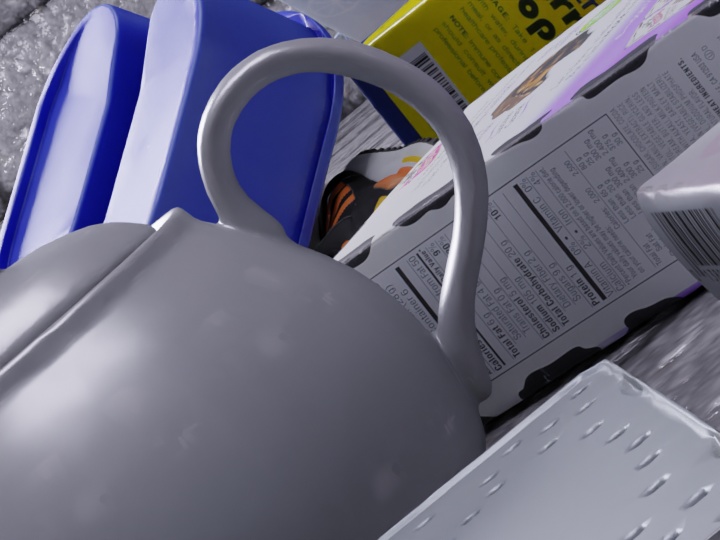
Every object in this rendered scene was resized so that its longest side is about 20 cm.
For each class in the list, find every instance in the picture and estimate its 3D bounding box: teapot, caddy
[{"bbox_3d":[-0.068,0.049,0.745,0.197,0.146,0.200,-33,8,46],"label":"teapot"},{"bbox_3d":[-0.077,-0.031,1.148,0.141,0.105,0.201,-10,61,50],"label":"caddy"}]

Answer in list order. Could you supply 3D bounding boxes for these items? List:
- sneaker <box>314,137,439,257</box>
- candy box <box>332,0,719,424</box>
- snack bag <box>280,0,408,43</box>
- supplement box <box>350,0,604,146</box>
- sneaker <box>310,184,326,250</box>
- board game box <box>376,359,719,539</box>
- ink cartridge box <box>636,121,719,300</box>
[{"bbox_3d":[0.000,0.000,1.117,0.090,0.070,0.200,-45,5,-13],"label":"sneaker"},{"bbox_3d":[0.096,-0.047,0.830,0.200,0.072,0.168,-36,8,33],"label":"candy box"},{"bbox_3d":[0.067,-0.151,1.294,0.188,0.022,0.200,-22,-26,32],"label":"snack bag"},{"bbox_3d":[0.106,-0.118,1.162,0.200,0.110,0.109,-34,7,47],"label":"supplement box"},{"bbox_3d":[-0.087,0.030,1.237,0.200,0.073,0.085,-35,-32,8],"label":"sneaker"},{"bbox_3d":[-0.005,0.100,0.536,0.200,0.026,0.200,-40,6,0],"label":"board game box"},{"bbox_3d":[0.171,-0.068,0.629,0.200,0.057,0.163,-45,6,-7],"label":"ink cartridge box"}]
